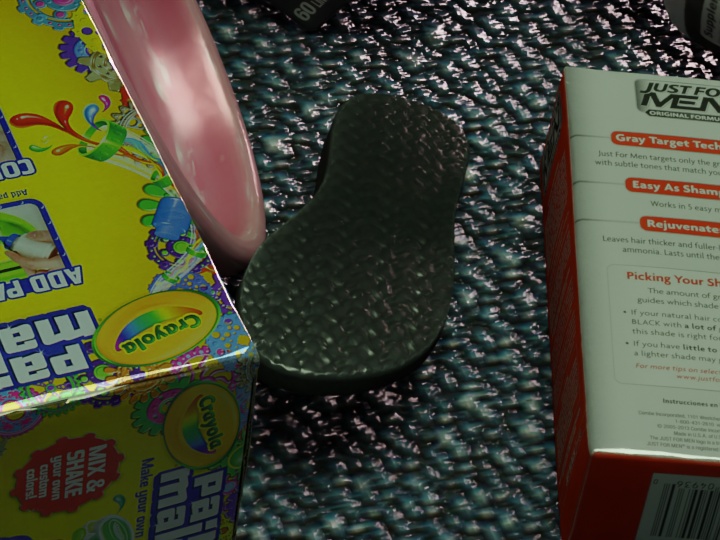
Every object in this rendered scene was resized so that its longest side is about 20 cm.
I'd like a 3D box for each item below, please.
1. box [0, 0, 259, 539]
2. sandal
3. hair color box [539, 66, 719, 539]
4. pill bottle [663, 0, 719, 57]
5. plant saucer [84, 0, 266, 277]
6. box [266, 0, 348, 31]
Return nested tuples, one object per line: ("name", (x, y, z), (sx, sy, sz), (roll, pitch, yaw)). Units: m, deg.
("box", (-0.127, 0.038, 0.946), (0.121, 0.201, 0.193), (-12, 49, -20))
("sandal", (0.001, 0.000, 1.117), (0.075, 0.048, 0.201), (21, 33, 3))
("hair color box", (0.124, 0.015, 1.108), (0.101, 0.061, 0.201), (5, 47, -4))
("pill bottle", (0.198, -0.125, 1.218), (0.200, 0.114, 0.114), (34, 50, 22))
("plant saucer", (-0.099, -0.086, 1.094), (0.051, 0.201, 0.201), (-23, 48, 9))
("box", (-0.052, -0.216, 1.206), (0.200, 0.122, 0.106), (35, 44, -15))
